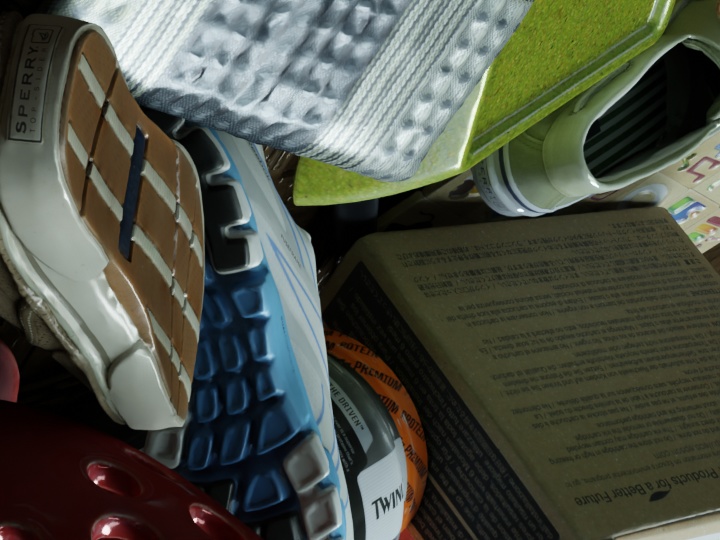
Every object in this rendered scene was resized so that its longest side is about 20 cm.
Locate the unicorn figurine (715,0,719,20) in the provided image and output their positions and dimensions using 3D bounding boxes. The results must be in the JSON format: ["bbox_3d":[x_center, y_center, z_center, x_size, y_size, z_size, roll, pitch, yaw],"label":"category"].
[{"bbox_3d":[0.173,-0.178,1.166,0.137,0.074,0.200,-44,139,-50],"label":"unicorn figurine"}]

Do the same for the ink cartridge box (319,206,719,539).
[{"bbox_3d":[0.092,0.060,1.229,0.200,0.165,0.075,-5,142,-46],"label":"ink cartridge box"}]

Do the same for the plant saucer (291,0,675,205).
[{"bbox_3d":[0.070,-0.124,1.041,0.200,0.048,0.200,-35,150,-45],"label":"plant saucer"}]

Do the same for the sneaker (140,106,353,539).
[{"bbox_3d":[-0.035,0.032,0.982,0.087,0.075,0.200,-45,129,-64],"label":"sneaker"}]

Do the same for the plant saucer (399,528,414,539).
[{"bbox_3d":[0.030,0.141,1.271,0.037,0.200,0.200,-18,154,24],"label":"plant saucer"}]

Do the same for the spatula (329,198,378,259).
[{"bbox_3d":[0.000,0.000,1.235,0.056,0.021,0.200,-19,153,-6],"label":"spatula"}]

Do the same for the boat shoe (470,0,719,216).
[{"bbox_3d":[0.128,-0.075,1.184,0.200,0.062,0.072,-37,117,-34],"label":"boat shoe"}]

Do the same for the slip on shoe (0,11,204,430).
[{"bbox_3d":[-0.088,-0.011,0.846,0.200,0.060,0.076,65,29,-68],"label":"slip on shoe"}]

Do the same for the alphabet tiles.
[{"bbox_3d":[0.089,-0.019,1.305,0.166,0.006,0.200,-33,153,20],"label":"alphabet tiles"}]

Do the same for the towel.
[{"bbox_3d":[0.007,-0.124,0.872,0.192,0.035,0.200,15,117,-51],"label":"towel"}]

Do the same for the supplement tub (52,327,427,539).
[{"bbox_3d":[-0.065,0.095,1.095,0.200,0.123,0.123,-28,154,-53],"label":"supplement tub"}]

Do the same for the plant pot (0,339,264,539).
[{"bbox_3d":[-0.125,0.128,0.886,0.200,0.182,0.200,-46,165,-16],"label":"plant pot"}]
